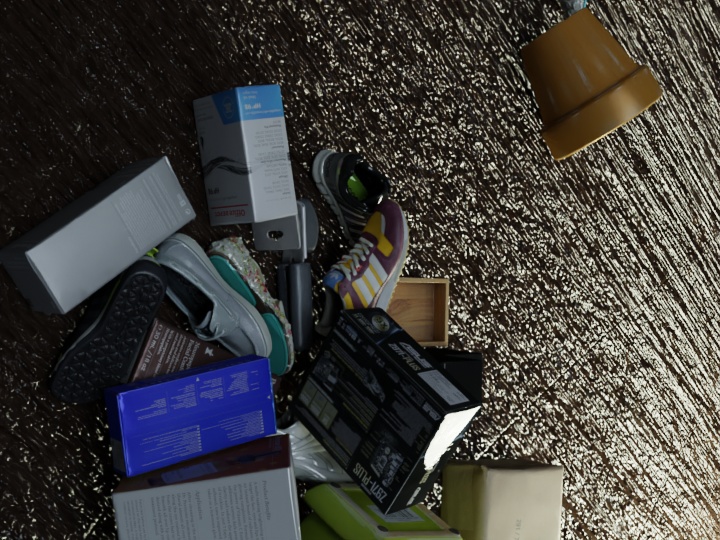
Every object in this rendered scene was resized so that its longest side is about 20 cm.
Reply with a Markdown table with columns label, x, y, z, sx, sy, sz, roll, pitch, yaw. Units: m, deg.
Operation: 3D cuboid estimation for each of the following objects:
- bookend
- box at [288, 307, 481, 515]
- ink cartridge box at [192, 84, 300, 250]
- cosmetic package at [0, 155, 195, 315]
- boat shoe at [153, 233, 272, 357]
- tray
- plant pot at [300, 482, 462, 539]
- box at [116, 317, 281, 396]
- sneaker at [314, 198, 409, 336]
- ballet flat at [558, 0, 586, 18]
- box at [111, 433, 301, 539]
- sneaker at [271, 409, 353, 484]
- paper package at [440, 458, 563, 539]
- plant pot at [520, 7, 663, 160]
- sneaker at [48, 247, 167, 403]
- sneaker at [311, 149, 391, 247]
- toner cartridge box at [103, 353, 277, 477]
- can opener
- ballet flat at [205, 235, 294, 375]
| label | x | y | z | sx | sy | sz | roll | pitch | yaw |
| --- | --- | --- | --- | --- | --- | --- | --- | --- | --- |
| bookend | 0.114 | 0.163 | 1.379 | 0.197 | 0.197 | 0.094 | 2 | 90 | -39 |
| box | 0.027 | 0.172 | 1.241 | 0.085 | 0.200 | 0.166 | -1 | 126 | -52 |
| ink cartridge box | -0.142 | -0.121 | 1.230 | 0.066 | 0.115 | 0.204 | -12 | 97 | -37 |
| cosmetic package | -0.297 | -0.040 | 1.115 | 0.199 | 0.106 | 0.091 | -39 | 113 | -33 |
| boat shoe | -0.188 | 0.050 | 1.213 | 0.202 | 0.069 | 0.072 | 52 | 36 | -19 |
| tray | 0.045 | 0.060 | 1.428 | 0.197 | 0.037 | 0.101 | 2 | 88 | -39 |
| plant pot | 0.015 | 0.390 | 1.274 | 0.198 | 0.198 | 0.185 | 12 | 101 | -39 |
| box | -0.204 | 0.140 | 1.209 | 0.199 | 0.074 | 0.102 | 30 | 72 | -36 |
| sneaker | 0.000 | 0.000 | 1.307 | 0.089 | 0.075 | 0.204 | 10 | 97 | -35 |
| ballet flat | 0.353 | -0.515 | 1.664 | 0.071 | 0.071 | 0.204 | 17 | 78 | -36 |
| box | -0.170 | 0.271 | 1.135 | 0.196 | 0.152 | 0.109 | -8 | 95 | -5 |
| sneaker | -0.071 | 0.233 | 1.314 | 0.198 | 0.077 | 0.102 | 16 | 75 | -39 |
| paper package | 0.218 | 0.397 | 1.522 | 0.188 | 0.103 | 0.205 | 7 | 85 | -38 |
| plant pot | 0.355 | -0.310 | 1.590 | 0.199 | 0.199 | 0.185 | -35 | 95 | -32 |
| sneaker | -0.288 | 0.063 | 1.144 | 0.071 | 0.083 | 0.201 | 36 | 95 | -30 |
| sneaker | 0.013 | -0.086 | 1.370 | 0.074 | 0.087 | 0.201 | -49 | 118 | -27 |
| toner cartridge box | -0.194 | 0.165 | 1.146 | 0.197 | 0.043 | 0.097 | -10 | 99 | -37 |
| can opener | -0.080 | 0.004 | 1.319 | 0.066 | 0.052 | 0.205 | 0 | 90 | -39 |
| ballet flat | -0.132 | 0.040 | 1.270 | 0.202 | 0.074 | 0.064 | 64 | 32 | -24 |
